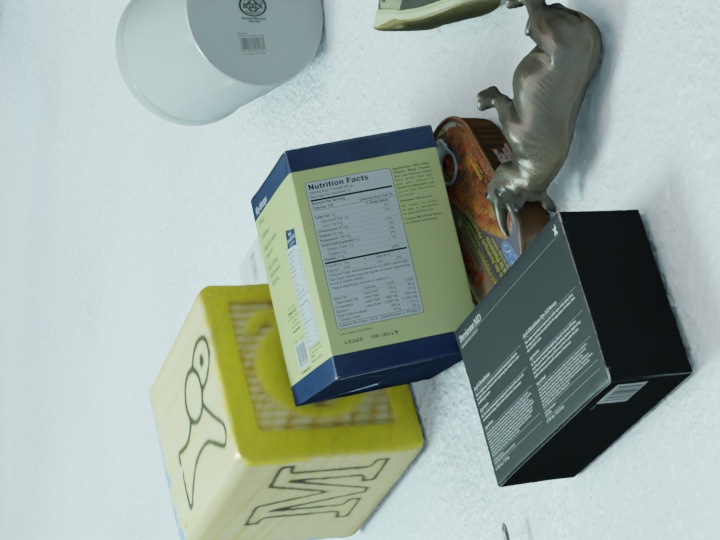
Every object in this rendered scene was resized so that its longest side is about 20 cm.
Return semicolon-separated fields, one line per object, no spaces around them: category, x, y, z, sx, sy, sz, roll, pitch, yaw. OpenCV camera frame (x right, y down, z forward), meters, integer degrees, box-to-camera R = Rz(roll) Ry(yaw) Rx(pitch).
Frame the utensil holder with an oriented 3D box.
utensil holder;-0.151;-0.256;1.984;0.200;0.170;0.170;-15;78;63

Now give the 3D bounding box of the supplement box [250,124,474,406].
supplement box;0.000;0.000;1.640;0.200;0.134;0.200;139;120;-73

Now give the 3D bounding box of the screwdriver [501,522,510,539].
screwdriver;0.137;0.309;1.541;0.028;0.029;0.201;-43;59;59

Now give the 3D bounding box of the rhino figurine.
rhino figurine;0.137;-0.120;1.464;0.087;0.060;0.201;31;115;44

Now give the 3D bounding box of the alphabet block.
alphabet block;-0.078;0.143;1.817;0.200;0.196;0.196;123;137;-51

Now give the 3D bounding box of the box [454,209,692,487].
box;0.159;0.062;1.428;0.200;0.079;0.141;126;133;-54

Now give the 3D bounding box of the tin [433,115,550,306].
tin;0.108;-0.048;1.582;0.112;0.042;0.200;-66;34;37

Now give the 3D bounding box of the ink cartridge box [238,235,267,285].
ink cartridge box;-0.059;-0.001;1.915;0.200;0.067;0.117;126;136;-55

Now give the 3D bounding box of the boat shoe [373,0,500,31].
boat shoe;0.061;-0.249;1.630;0.201;0.072;0.066;-176;80;-70
